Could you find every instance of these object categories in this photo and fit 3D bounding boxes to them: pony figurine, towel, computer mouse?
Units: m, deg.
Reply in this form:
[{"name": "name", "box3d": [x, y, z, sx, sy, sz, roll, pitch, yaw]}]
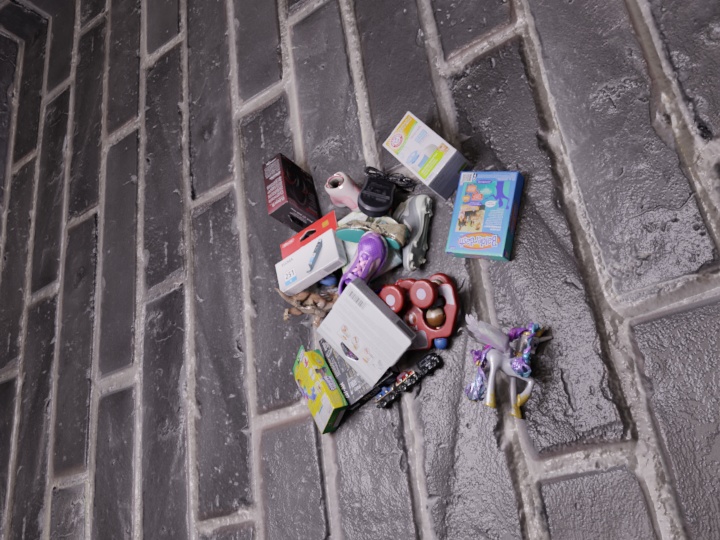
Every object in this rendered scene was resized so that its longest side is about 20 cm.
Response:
[{"name": "pony figurine", "box3d": [0.290, 0.185, 1.345, 0.190, 0.167, 0.203, 18, 82, 6]}, {"name": "towel", "box3d": [0.016, -0.071, 1.652, 0.170, 0.048, 0.203, -31, 60, 28]}, {"name": "computer mouse", "box3d": [0.049, -0.184, 1.607, 0.136, 0.201, 0.053, 18, 129, 7]}]

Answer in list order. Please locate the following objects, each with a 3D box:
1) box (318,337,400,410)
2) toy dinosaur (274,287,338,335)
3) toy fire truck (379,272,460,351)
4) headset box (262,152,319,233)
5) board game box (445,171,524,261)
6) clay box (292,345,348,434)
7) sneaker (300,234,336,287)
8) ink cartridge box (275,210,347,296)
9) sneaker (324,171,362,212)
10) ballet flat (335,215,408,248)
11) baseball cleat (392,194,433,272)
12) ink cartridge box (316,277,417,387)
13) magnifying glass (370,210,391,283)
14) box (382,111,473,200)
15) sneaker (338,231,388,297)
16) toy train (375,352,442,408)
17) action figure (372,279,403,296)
[{"name": "box", "box3d": [-0.006, 0.219, 1.598, 0.160, 0.043, 0.202, -40, 56, 20]}, {"name": "toy dinosaur", "box3d": [-0.123, 0.084, 1.662, 0.196, 0.136, 0.087, 17, 122, 8]}, {"name": "toy fire truck", "box3d": [0.144, 0.103, 1.500, 0.197, 0.111, 0.171, -11, 93, 34]}, {"name": "headset box", "box3d": [-0.192, -0.204, 1.791, 0.074, 0.148, 0.203, -29, 53, 25]}, {"name": "board game box", "box3d": [0.289, -0.129, 1.494, 0.150, 0.045, 0.204, 7, 79, 37]}, {"name": "clay box", "box3d": [-0.106, 0.293, 1.616, 0.201, 0.047, 0.116, 59, 142, 34]}, {"name": "sneaker", "box3d": [-0.123, -0.032, 1.745, 0.199, 0.075, 0.089, 39, 99, 37]}, {"name": "ink cartridge box", "box3d": [-0.139, -0.051, 1.693, 0.198, 0.045, 0.179, -31, 55, 22]}, {"name": "sneaker", "box3d": [-0.054, -0.220, 1.700, 0.076, 0.104, 0.200, -50, 26, -2]}, {"name": "ballet flat", "box3d": [0.033, -0.101, 1.585, 0.197, 0.068, 0.076, 9, 61, 33]}, {"name": "baseball cleat", "box3d": [0.123, -0.091, 1.596, 0.105, 0.070, 0.203, 1, 66, 39]}, {"name": "ink cartridge box", "box3d": [0.012, 0.147, 1.507, 0.200, 0.043, 0.174, 44, 124, 10]}, {"name": "magnifying glass", "box3d": [0.042, -0.065, 1.669, 0.079, 0.022, 0.204, 13, 82, 38]}, {"name": "box", "box3d": [0.165, -0.287, 1.599, 0.113, 0.101, 0.200, -49, 53, 12]}, {"name": "sneaker", "box3d": [0.000, 0.000, 1.548, 0.080, 0.088, 0.202, 32, 122, 9]}, {"name": "toy train", "box3d": [0.108, 0.259, 1.508, 0.199, 0.034, 0.046, -42, 52, 18]}, {"name": "action figure", "box3d": [0.030, 0.085, 1.579, 0.199, 0.052, 0.065, -36, 55, -12]}]
